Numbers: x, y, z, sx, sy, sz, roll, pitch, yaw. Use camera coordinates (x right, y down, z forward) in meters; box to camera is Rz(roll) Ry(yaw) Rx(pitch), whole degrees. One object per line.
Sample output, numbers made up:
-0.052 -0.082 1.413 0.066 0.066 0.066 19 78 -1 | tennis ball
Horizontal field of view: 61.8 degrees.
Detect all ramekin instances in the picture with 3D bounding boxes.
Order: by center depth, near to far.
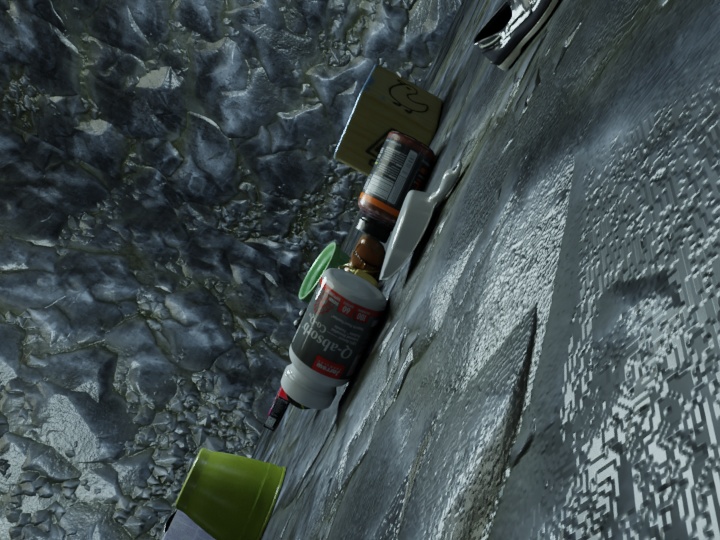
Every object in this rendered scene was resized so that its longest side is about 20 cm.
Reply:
-0.095 0.026 1.831 0.201 0.097 0.201 -51 16 21 | ramekin

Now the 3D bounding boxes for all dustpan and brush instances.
0.091 -0.086 0.882 0.203 0.056 0.141 110 179 -45 | dustpan and brush

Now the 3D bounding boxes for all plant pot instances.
-0.287 0.483 1.298 0.204 0.189 0.201 -63 4 9 | plant pot

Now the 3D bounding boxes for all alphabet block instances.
0.070 -0.350 1.486 0.197 0.196 0.198 -71 8 -51 | alphabet block

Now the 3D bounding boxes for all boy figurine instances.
-0.046 0.070 1.166 0.199 0.064 0.125 -37 16 37 | boy figurine

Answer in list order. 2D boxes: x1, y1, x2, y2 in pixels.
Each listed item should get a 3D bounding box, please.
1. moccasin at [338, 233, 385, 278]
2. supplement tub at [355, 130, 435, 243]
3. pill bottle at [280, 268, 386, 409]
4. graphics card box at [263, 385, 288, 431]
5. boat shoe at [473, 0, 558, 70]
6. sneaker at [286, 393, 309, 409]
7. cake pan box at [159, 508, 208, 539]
-0.001 -0.001 1.203 0.078 0.073 0.202 -51 -3 -31 | moccasin
0.062 -0.160 1.183 0.107 0.105 0.204 -103 39 -82 | supplement tub
-0.047 0.111 0.966 0.116 0.113 0.204 -85 20 -76 | pill bottle
-0.291 0.480 2.210 0.127 0.050 0.202 -72 7 -52 | graphics card box
0.202 -0.334 0.754 0.074 0.061 0.200 -66 5 -23 | boat shoe
-0.080 0.202 1.215 0.201 0.075 0.077 -52 3 26 | sneaker
-0.365 0.630 1.394 0.053 0.197 0.185 -56 9 18 | cake pan box
